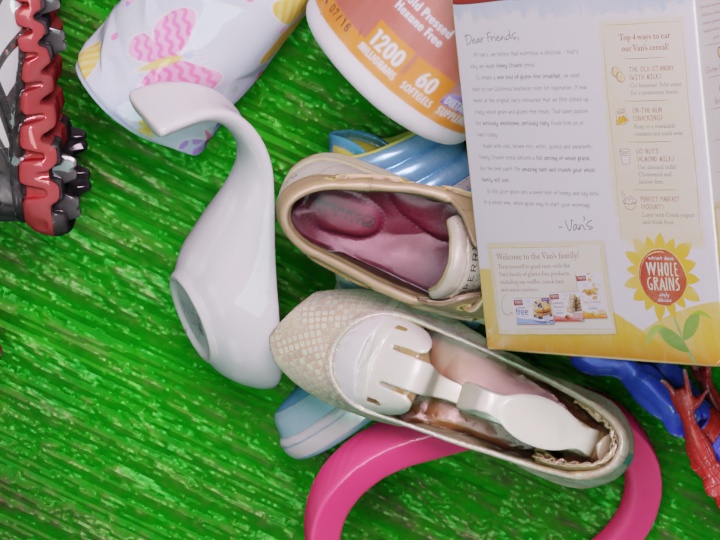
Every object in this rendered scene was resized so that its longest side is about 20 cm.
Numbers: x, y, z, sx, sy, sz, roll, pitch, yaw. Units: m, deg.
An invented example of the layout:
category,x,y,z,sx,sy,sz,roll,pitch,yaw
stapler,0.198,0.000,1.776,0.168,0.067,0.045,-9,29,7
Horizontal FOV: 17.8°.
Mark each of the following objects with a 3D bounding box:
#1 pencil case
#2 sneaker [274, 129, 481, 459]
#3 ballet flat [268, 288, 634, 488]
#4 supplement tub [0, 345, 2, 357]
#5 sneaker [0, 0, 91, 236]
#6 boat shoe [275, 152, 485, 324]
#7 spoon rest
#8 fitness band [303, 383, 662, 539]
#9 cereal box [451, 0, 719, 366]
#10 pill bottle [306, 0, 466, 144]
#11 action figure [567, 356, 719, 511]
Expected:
category,x,y,z,sx,sy,sz,roll,pitch,yaw
pencil case,-0.068,-0.159,1.216,0.091,0.083,0.200,38,109,5
sneaker,0.000,0.000,1.250,0.200,0.080,0.131,-43,92,13
ballet flat,0.048,0.057,1.182,0.199,0.062,0.068,18,89,3
supplement tub,-0.299,0.000,1.298,0.107,0.107,0.200,-34,95,18
sneaker,-0.201,-0.115,1.237,0.097,0.071,0.201,-1,109,2
boat shoe,0.050,-0.005,1.167,0.199,0.066,0.074,13,103,5
spoon rest,-0.073,-0.019,1.229,0.060,0.099,0.201,-25,135,-16
fitness band,0.068,0.134,1.258,0.199,0.037,0.144,-15,118,-2
cereal box,0.112,-0.060,1.068,0.143,0.039,0.201,4,103,44
pill bottle,0.073,-0.170,1.166,0.112,0.112,0.200,41,110,-1
action figure,0.171,0.069,1.236,0.200,0.065,0.052,47,113,-1
